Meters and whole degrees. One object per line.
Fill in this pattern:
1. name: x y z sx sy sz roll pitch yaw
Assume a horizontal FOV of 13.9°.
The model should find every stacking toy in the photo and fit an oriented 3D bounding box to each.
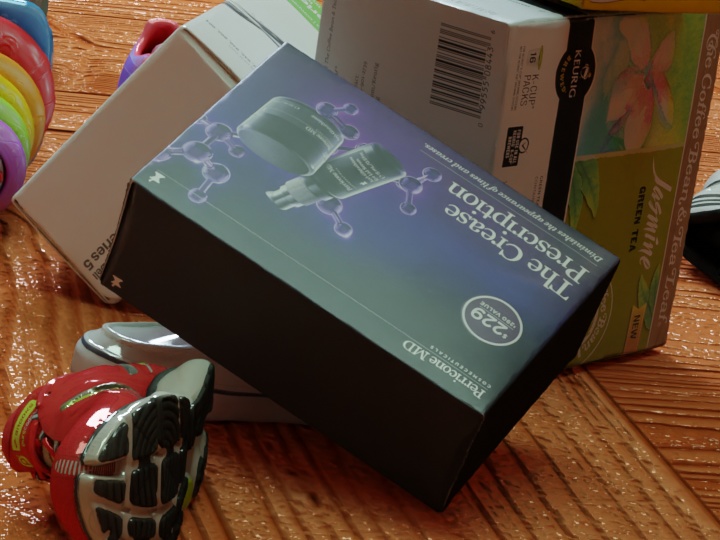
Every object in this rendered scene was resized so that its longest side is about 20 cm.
1. stacking toy: -0.227 -0.070 1.677 0.109 0.117 0.200 4 28 -9

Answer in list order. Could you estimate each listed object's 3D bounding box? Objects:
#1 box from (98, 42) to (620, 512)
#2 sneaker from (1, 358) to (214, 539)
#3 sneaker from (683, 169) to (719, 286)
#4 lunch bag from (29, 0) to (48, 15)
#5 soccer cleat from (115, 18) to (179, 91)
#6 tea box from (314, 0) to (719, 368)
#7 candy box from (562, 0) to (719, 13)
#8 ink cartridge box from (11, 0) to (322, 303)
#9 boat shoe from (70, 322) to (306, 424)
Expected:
1. box: 0.000 0.000 1.397 0.200 0.079 0.141 33 48 12
2. sneaker: -0.116 0.081 1.270 0.084 0.077 0.200 5 6 5
3. sneaker: 0.284 -0.010 1.805 0.200 0.076 0.115 8 23 27
4. lunch bag: -0.338 -0.227 2.080 0.200 0.122 0.170 27 24 33
5. soccer cleat: -0.119 -0.104 1.862 0.068 0.074 0.200 5 17 -14
6. tea box: 0.077 -0.059 1.594 0.133 0.201 0.196 21 21 37
7. candy box: 0.100 -0.172 1.585 0.102 0.027 0.200 -4 19 -33
8. ink cartridge box: -0.089 -0.077 1.640 0.084 0.145 0.200 46 20 0
9. boat shoe: -0.041 0.036 1.449 0.199 0.066 0.074 5 17 -14
